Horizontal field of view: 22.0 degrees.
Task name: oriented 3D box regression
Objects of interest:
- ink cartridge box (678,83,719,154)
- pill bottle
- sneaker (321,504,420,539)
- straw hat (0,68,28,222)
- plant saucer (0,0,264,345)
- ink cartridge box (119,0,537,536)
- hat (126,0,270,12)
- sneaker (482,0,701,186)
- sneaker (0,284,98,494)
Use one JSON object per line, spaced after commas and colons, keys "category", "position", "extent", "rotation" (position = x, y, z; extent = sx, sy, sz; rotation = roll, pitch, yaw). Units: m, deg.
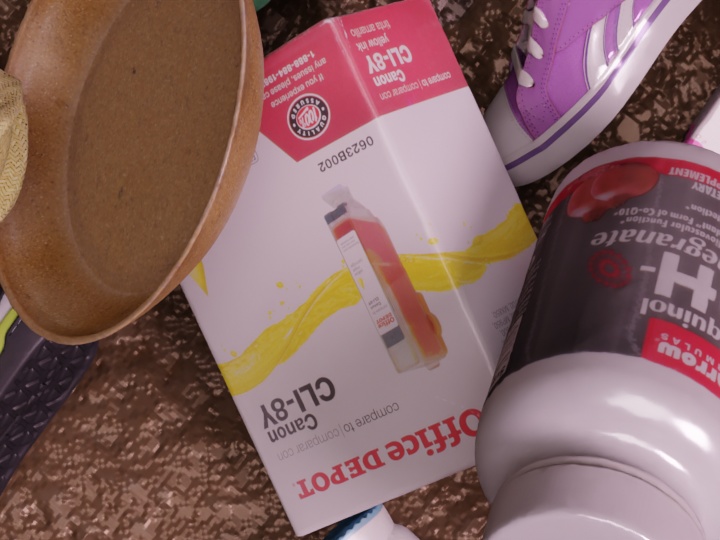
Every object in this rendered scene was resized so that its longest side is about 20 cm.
{"category": "ink cartridge box", "position": [0.190, -0.017, 0.866], "extent": [0.116, 0.067, 0.201], "rotation": [37, 91, 2]}
{"category": "pill bottle", "position": [0.107, 0.050, 0.730], "extent": [0.109, 0.201, 0.112], "rotation": [11, 134, 12]}
{"category": "sneaker", "position": [-0.034, 0.207, 0.878], "extent": [0.081, 0.077, 0.200], "rotation": [43, 95, 0]}
{"category": "straw hat", "position": [-0.194, -0.055, 0.821], "extent": [0.084, 0.201, 0.203], "rotation": [12, 91, 9]}
{"category": "plant saucer", "position": [-0.099, -0.065, 0.810], "extent": [0.035, 0.199, 0.202], "rotation": [14, 92, -40]}
{"category": "ink cartridge box", "position": [0.000, 0.000, 0.840], "extent": [0.144, 0.083, 0.202], "rotation": [-26, 89, 36]}
{"category": "hat", "position": [-0.006, -0.174, 0.901], "extent": [0.200, 0.175, 0.167], "rotation": [40, 108, 38]}
{"category": "sneaker", "position": [0.091, -0.139, 0.839], "extent": [0.114, 0.073, 0.201], "rotation": [30, 111, -21]}
{"category": "sneaker", "position": [-0.207, 0.069, 0.902], "extent": [0.083, 0.072, 0.200], "rotation": [42, 92, 26]}
